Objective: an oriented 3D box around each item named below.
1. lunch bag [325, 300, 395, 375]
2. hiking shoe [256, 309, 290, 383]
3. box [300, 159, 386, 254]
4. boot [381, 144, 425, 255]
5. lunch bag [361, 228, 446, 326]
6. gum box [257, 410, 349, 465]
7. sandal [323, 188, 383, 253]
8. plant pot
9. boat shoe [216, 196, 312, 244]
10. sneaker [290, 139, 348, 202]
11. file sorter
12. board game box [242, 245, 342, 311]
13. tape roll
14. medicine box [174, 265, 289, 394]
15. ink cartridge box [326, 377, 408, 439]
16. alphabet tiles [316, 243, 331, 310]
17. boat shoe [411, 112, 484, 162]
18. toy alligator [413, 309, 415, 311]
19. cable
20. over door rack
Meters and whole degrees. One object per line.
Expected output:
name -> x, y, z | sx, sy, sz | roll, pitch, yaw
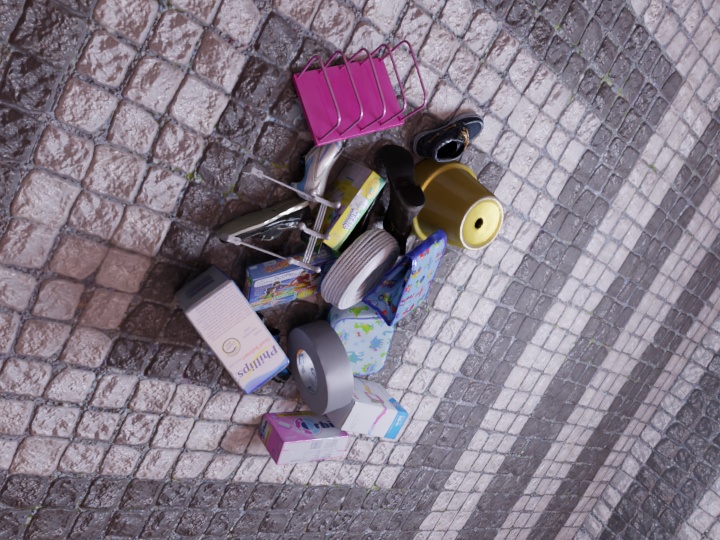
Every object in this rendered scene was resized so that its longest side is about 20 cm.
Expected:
lunch bag -> -0.012, 0.156, 1.406 | 0.160, 0.083, 0.200 | -1, 129, -16
hiking shoe -> -0.199, 0.175, 1.324 | 0.087, 0.074, 0.200 | -41, 131, -8
box -> -0.042, -0.125, 1.239 | 0.048, 0.117, 0.200 | 36, 93, -33
boot -> 0.075, -0.153, 1.318 | 0.069, 0.200, 0.174 | -6, 151, -16
lunch bag -> 0.114, 0.003, 1.297 | 0.150, 0.094, 0.200 | -32, 159, -47
gum box -> -0.134, 0.404, 1.470 | 0.200, 0.113, 0.066 | 6, 111, -37
sandal -> -0.008, -0.107, 1.299 | 0.201, 0.075, 0.048 | -57, 154, 9
plant pot -> 0.215, -0.139, 1.366 | 0.200, 0.189, 0.201 | -16, 123, -26
boat shoe -> -0.185, -0.086, 1.192 | 0.200, 0.072, 0.068 | -23, 122, -26
sneaker -> -0.074, -0.236, 1.195 | 0.072, 0.072, 0.200 | 26, 88, 1
file sorter -> 0.002, -0.336, 1.114 | 0.200, 0.125, 0.139 | -20, 93, -25
board game box -> -0.145, 0.018, 1.255 | 0.200, 0.035, 0.135 | -16, 153, -26
tape roll -> -0.092, 0.216, 1.338 | 0.066, 0.200, 0.201 | -16, 123, -28
medicine box -> -0.249, 0.108, 1.146 | 0.103, 0.182, 0.200 | -37, 111, -13
ink cartridge box -> 0.001, 0.338, 1.507 | 0.200, 0.144, 0.085 | 22, 101, -41
alphabet tiles -> -0.037, -0.020, 1.376 | 0.167, 0.008, 0.200 | -24, 126, -22
boat shoe -> 0.218, -0.293, 1.348 | 0.200, 0.091, 0.071 | -26, 127, -21
toy alligator -> 0.043, 0.087, 1.466 | 0.200, 0.059, 0.054 | 9, 153, -31
cable -> 0.000, 0.000, 1.287 | 0.200, 0.069, 0.200 | -41, 165, -27
over door rack -> -0.143, -0.092, 1.124 | 0.200, 0.067, 0.148 | 20, 85, -23
